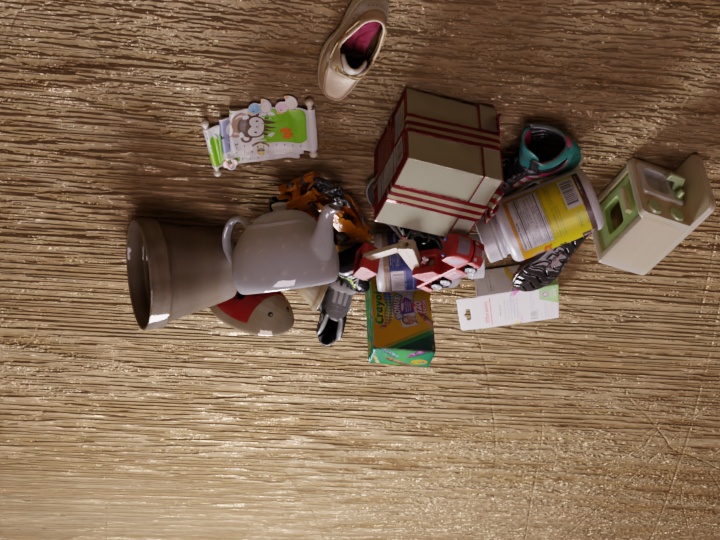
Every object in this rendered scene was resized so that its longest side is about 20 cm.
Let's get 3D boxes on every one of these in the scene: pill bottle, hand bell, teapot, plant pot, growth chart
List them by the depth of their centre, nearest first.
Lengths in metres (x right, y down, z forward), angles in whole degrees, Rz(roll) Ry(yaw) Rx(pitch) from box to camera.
[{"bbox_3d":[-0.164,-0.223,1.657,0.199,0.018,0.145,-9,141,6],"label":"growth chart"},{"bbox_3d":[0.296,-0.085,1.679,0.199,0.110,0.109,-22,139,9],"label":"pill bottle"},{"bbox_3d":[-0.134,-0.042,1.704,0.199,0.147,0.197,-9,-178,-6],"label":"teapot"},{"bbox_3d":[-0.319,0.001,1.816,0.173,0.201,0.200,-5,145,-25],"label":"plant pot"},{"bbox_3d":[0.126,-0.021,1.857,0.199,0.111,0.111,-4,142,1],"label":"pill bottle"},{"bbox_3d":[-0.161,-0.003,1.899,0.199,0.104,0.104,20,138,-10],"label":"hand bell"}]

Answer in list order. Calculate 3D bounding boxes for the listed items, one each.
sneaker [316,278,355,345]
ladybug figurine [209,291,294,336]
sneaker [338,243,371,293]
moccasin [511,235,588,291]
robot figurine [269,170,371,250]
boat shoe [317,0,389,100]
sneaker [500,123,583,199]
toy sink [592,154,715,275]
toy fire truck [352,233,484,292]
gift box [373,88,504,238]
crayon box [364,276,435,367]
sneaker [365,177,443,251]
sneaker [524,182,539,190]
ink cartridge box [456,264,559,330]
[{"bbox_3d":[-0.062,0.095,1.952,0.075,0.116,0.200,15,161,-2],"label":"sneaker"},{"bbox_3d":[-0.209,0.059,1.910,0.135,0.199,0.072,-20,125,-45],"label":"ladybug figurine"},{"bbox_3d":[0.000,0.000,1.825,0.071,0.200,0.083,-24,95,6],"label":"sneaker"},{"bbox_3d":[0.350,-0.040,1.873,0.073,0.078,0.202,22,124,-11],"label":"moccasin"},{"bbox_3d":[-0.072,-0.102,1.784,0.144,0.058,0.200,-22,139,22],"label":"robot figurine"},{"bbox_3d":[-0.014,-0.322,1.499,0.073,0.069,0.200,11,140,-17],"label":"boat shoe"},{"bbox_3d":[0.268,-0.180,1.670,0.199,0.084,0.121,-21,154,10],"label":"sneaker"},{"bbox_3d":[0.500,-0.110,1.756,0.111,0.131,0.200,15,139,-21],"label":"toy sink"},{"bbox_3d":[0.094,-0.019,1.670,0.141,0.049,0.200,24,150,-26],"label":"toy fire truck"},{"bbox_3d":[0.137,-0.169,1.614,0.186,0.185,0.200,12,146,-16],"label":"gift box"},{"bbox_3d":[0.072,0.082,1.913,0.118,0.201,0.058,5,143,-10],"label":"crayon box"},{"bbox_3d":[0.088,-0.084,1.746,0.077,0.082,0.200,-41,101,5],"label":"sneaker"},{"bbox_3d":[0.281,-0.067,1.819,0.070,0.100,0.200,4,143,-12],"label":"sneaker"},{"bbox_3d":[0.289,0.051,1.995,0.199,0.068,0.117,-8,142,5],"label":"ink cartridge box"}]
